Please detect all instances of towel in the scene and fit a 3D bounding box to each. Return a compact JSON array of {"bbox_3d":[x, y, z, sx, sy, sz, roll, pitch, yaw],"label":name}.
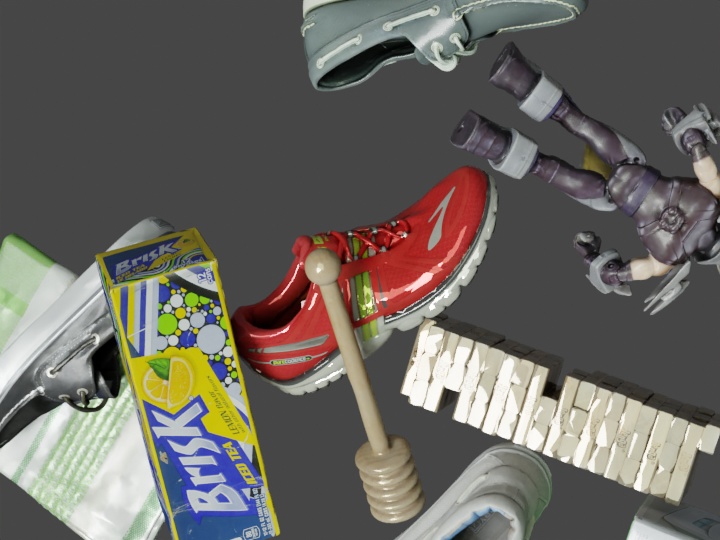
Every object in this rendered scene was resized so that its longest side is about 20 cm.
[{"bbox_3d":[-0.192,0.087,1.338,0.200,0.031,0.149,35,100,12],"label":"towel"}]

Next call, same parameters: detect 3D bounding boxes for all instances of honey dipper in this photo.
[{"bbox_3d":[0.002,0.071,1.226,0.038,0.038,0.200,-6,123,16],"label":"honey dipper"}]

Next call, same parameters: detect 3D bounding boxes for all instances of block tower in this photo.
[{"bbox_3d":[0.125,0.086,1.234,0.200,0.054,0.058,19,100,14],"label":"block tower"}]

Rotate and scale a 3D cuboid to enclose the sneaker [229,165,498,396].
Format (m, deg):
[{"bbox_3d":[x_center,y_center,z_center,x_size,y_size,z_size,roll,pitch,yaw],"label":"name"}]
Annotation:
[{"bbox_3d":[0.000,0.000,1.233,0.200,0.077,0.085,-40,121,14],"label":"sneaker"}]

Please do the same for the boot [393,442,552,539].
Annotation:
[{"bbox_3d":[0.043,0.196,1.230,0.074,0.096,0.200,35,114,4],"label":"boot"}]

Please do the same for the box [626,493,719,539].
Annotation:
[{"bbox_3d":[0.222,0.264,1.200,0.176,0.097,0.200,19,99,12],"label":"box"}]

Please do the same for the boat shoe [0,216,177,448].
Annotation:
[{"bbox_3d":[-0.178,0.056,1.286,0.200,0.070,0.066,-45,78,5],"label":"boat shoe"}]

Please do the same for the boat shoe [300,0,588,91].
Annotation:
[{"bbox_3d":[0.051,-0.147,1.208,0.200,0.073,0.062,-3,74,31],"label":"boat shoe"}]

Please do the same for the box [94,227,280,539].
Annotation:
[{"bbox_3d":[-0.108,0.080,1.246,0.070,0.064,0.200,-16,114,-10],"label":"box"}]

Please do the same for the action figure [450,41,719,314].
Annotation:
[{"bbox_3d":[0.158,-0.058,1.205,0.200,0.069,0.130,33,93,-6],"label":"action figure"}]
